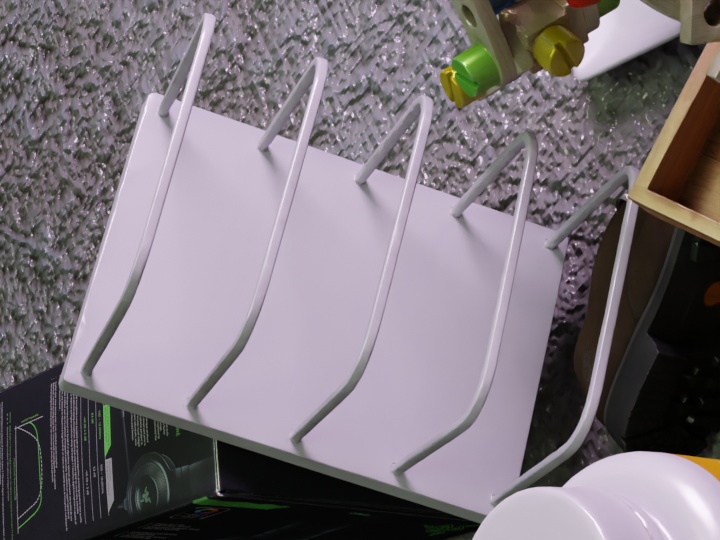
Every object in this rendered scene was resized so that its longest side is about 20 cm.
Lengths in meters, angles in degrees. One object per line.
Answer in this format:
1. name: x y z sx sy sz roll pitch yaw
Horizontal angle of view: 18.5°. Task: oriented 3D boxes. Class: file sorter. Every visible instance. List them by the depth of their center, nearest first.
1. file sorter: 0.000 0.000 0.907 0.125 0.200 0.139 133 154 -65

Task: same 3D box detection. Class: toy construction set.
1. toy construction set: 0.081 -0.112 0.820 0.200 0.092 0.131 13 133 52

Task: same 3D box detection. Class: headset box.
1. headset box: -0.052 0.088 1.051 0.200 0.174 0.093 -24 64 45

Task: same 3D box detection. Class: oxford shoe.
1. oxford shoe: 0.139 -0.023 0.923 0.084 0.073 0.200 49 118 49

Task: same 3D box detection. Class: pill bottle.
1. pill bottle: 0.133 0.123 0.795 0.109 0.200 0.109 -13 73 49

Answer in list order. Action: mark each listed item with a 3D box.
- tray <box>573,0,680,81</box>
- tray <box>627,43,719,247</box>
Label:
1. tray: 0.164 -0.162 0.960 0.200 0.022 0.107 -24 64 46
2. tray: 0.207 -0.027 0.806 0.200 0.037 0.099 28 91 31
